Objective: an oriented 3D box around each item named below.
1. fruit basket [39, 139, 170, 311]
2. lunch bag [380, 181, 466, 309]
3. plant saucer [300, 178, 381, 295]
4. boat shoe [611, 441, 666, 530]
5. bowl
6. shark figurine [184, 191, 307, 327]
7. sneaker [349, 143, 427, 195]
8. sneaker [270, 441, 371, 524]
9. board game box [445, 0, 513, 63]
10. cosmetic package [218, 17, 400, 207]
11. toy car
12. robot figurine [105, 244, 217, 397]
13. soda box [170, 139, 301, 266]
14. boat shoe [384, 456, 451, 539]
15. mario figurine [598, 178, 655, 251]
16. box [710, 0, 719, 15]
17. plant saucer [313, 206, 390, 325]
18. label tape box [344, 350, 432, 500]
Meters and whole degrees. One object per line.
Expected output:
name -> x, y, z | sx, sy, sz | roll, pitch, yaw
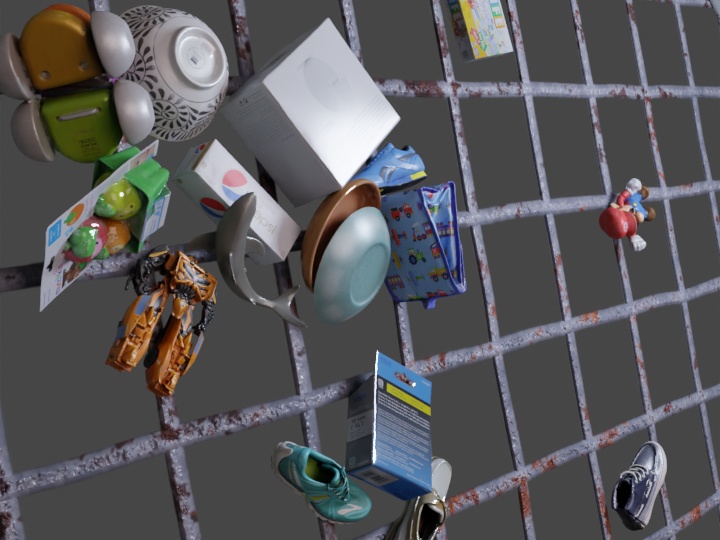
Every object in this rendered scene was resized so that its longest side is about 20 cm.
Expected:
fruit basket -> -0.325, -0.053, 1.293 | 0.094, 0.185, 0.200 | 31, 51, 3
lunch bag -> 0.094, -0.033, 1.715 | 0.094, 0.150, 0.200 | -15, 93, -45
plant saucer -> -0.035, -0.054, 1.610 | 0.200, 0.037, 0.200 | -47, 152, -35
boat shoe -> 0.587, 0.439, 2.170 | 0.093, 0.075, 0.200 | 45, 54, -39
bowl -> -0.253, -0.290, 1.459 | 0.201, 0.094, 0.201 | 9, 77, -44
shark figurine -> -0.167, 0.008, 1.474 | 0.128, 0.090, 0.215 | -24, 121, -1
sneaker -> 0.031, -0.168, 1.746 | 0.200, 0.066, 0.079 | -21, 86, -45
sneaker -> -0.050, 0.326, 1.555 | 0.200, 0.080, 0.078 | 41, 56, -33
board game box -> 0.225, -0.516, 2.019 | 0.134, 0.034, 0.200 | -22, 98, -45
cosmetic package -> -0.075, -0.242, 1.596 | 0.200, 0.123, 0.199 | 52, 49, -17
toy car -> -0.362, -0.241, 1.311 | 0.150, 0.175, 0.200 | -107, -176, -63
robot figurine -> -0.262, 0.063, 1.407 | 0.145, 0.058, 0.200 | 40, 57, -34
soda box -> -0.181, -0.097, 1.516 | 0.200, 0.064, 0.068 | 46, 53, -28
boat shoe -> 0.112, 0.399, 1.711 | 0.075, 0.068, 0.200 | 49, 52, -27
mario figurine -> 0.610, -0.123, 2.276 | 0.123, 0.106, 0.200 | 42, 38, 12
box -> 1.032, -0.843, 2.789 | 0.200, 0.171, 0.199 | 52, 51, -24
plant saucer -> 0.000, 0.000, 1.625 | 0.201, 0.039, 0.201 | -42, 145, -39
label tape box -> 0.048, 0.253, 1.670 | 0.144, 0.063, 0.200 | 33, 44, -36
